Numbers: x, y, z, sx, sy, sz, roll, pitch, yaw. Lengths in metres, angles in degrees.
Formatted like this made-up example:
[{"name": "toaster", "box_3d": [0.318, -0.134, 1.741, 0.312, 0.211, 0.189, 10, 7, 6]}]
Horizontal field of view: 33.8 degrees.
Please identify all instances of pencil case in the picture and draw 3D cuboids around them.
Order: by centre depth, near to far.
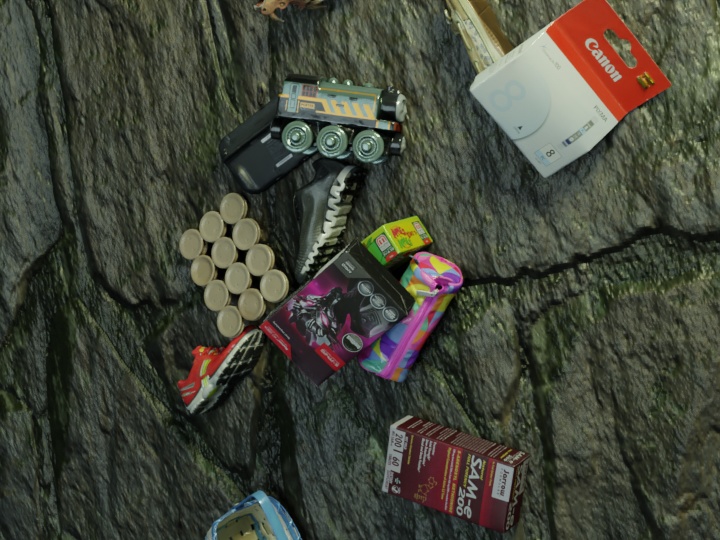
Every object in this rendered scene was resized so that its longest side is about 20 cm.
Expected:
[{"name": "pencil case", "box_3d": [0.071, 0.067, 1.688, 0.088, 0.088, 0.200, 38, 119, 19]}]

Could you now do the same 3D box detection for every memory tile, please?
[{"name": "memory tile", "box_3d": [-0.200, -0.008, 1.848, 0.153, 0.017, 0.200, -39, 67, 25]}]

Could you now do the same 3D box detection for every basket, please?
[{"name": "basket", "box_3d": [-0.155, 0.436, 1.855, 0.177, 0.139, 0.200, 65, 152, 4]}]

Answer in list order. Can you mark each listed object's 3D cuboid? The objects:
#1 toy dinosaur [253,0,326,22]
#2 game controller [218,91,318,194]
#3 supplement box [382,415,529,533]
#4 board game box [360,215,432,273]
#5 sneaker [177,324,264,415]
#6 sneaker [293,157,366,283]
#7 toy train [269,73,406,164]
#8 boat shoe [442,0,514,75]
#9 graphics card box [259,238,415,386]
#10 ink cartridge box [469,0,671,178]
[{"name": "toy dinosaur", "box_3d": [-0.048, -0.423, 1.668, 0.200, 0.086, 0.136, 1, 111, 14]}, {"name": "game controller", "box_3d": [-0.128, -0.197, 1.789, 0.200, 0.042, 0.104, -32, 97, 32]}, {"name": "supplement box", "box_3d": [0.136, 0.293, 1.713, 0.200, 0.061, 0.109, 14, 106, 27]}, {"name": "board game box", "box_3d": [0.000, 0.000, 1.709, 0.200, 0.102, 0.048, -38, 79, 31]}, {"name": "sneaker", "box_3d": [-0.233, 0.148, 1.897, 0.200, 0.077, 0.085, -48, 66, 26]}, {"name": "sneaker", "box_3d": [-0.065, -0.079, 1.756, 0.090, 0.066, 0.200, 31, 110, 25]}, {"name": "toy train", "box_3d": [-0.030, -0.215, 1.681, 0.200, 0.085, 0.114, 9, 96, 13]}, {"name": "boat shoe", "box_3d": [0.153, -0.307, 1.573, 0.063, 0.073, 0.200, -33, 84, 29]}, {"name": "graphics card box", "box_3d": [-0.034, 0.061, 1.658, 0.125, 0.051, 0.200, 47, 120, -6]}, {"name": "ink cartridge box", "box_3d": [0.265, -0.230, 1.500, 0.200, 0.047, 0.160, -32, 110, 33]}]
